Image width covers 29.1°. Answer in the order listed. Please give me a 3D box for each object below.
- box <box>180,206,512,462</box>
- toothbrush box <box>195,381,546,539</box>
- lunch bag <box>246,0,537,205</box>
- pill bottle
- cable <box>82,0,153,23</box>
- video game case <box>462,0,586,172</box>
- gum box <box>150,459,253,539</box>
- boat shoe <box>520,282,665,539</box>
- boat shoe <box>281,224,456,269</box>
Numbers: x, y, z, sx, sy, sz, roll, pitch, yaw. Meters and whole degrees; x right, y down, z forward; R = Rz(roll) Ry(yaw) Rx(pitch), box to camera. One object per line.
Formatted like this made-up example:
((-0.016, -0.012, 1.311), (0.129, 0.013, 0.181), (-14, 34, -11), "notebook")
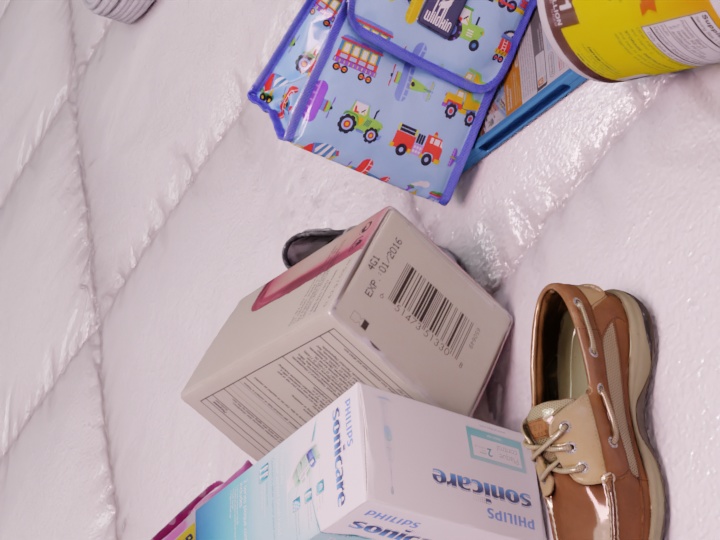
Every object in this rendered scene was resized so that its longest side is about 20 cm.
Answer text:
((-0.012, 0.063, 0.989), (0.200, 0.128, 0.109), (-29, 24, 48), "box")
((0.001, 0.170, 0.913), (0.200, 0.146, 0.086), (-41, 41, 41), "toothbrush box")
((0.035, -0.172, 1.017), (0.200, 0.150, 0.094), (-61, 32, 16), "lunch bag")
((0.204, -0.177, 0.823), (0.200, 0.109, 0.110), (-4, 70, 58), "pill bottle")
((-0.299, -0.424, 1.826), (0.200, 0.069, 0.201), (18, 89, 61), "cable")
((0.118, -0.171, 1.050), (0.200, 0.018, 0.144), (-36, 45, 44), "video game case")
((-0.111, 0.237, 1.001), (0.066, 0.114, 0.200), (-37, 2, 42), "gum box")
((0.127, 0.099, 0.820), (0.076, 0.074, 0.201), (-32, 47, 47), "boat shoe")
((0.001, -0.003, 1.091), (0.199, 0.068, 0.074), (23, 93, 60), "boat shoe")
